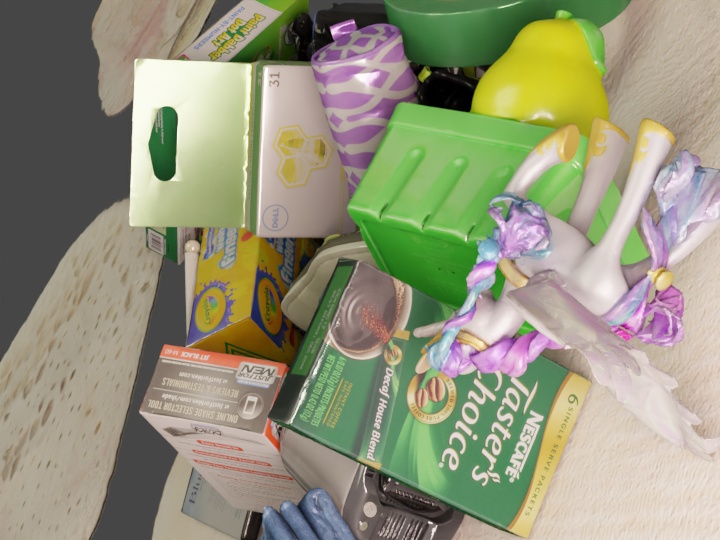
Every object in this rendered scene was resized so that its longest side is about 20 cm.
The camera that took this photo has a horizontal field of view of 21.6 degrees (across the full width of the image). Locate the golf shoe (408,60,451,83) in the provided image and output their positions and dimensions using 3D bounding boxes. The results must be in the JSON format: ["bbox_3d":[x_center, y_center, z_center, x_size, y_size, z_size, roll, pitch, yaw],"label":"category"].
[{"bbox_3d":[0.046,-0.094,1.581,0.092,0.072,0.201,-120,25,-73],"label":"golf shoe"}]

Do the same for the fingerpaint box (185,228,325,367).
[{"bbox_3d":[-0.067,0.035,1.653,0.073,0.167,0.201,-25,35,23],"label":"fingerpaint box"}]

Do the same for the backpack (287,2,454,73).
[{"bbox_3d":[0.014,-0.137,1.705,0.183,0.134,0.201,-44,-44,-74],"label":"backpack"}]

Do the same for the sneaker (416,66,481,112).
[{"bbox_3d":[0.101,-0.084,1.429,0.072,0.083,0.200,-51,51,14],"label":"sneaker"}]

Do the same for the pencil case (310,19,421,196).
[{"bbox_3d":[0.023,-0.096,1.508,0.084,0.201,0.086,-15,22,4],"label":"pencil case"}]

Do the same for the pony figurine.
[{"bbox_3d":[0.139,0.010,1.132,0.193,0.166,0.200,31,83,42],"label":"pony figurine"}]

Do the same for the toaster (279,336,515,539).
[{"bbox_3d":[0.027,0.103,1.384,0.129,0.113,0.201,29,96,50],"label":"toaster"}]

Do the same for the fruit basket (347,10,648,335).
[{"bbox_3d":[0.115,-0.070,1.317,0.215,0.156,0.216,-20,34,14],"label":"fruit basket"}]

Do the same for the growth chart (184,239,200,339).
[{"bbox_3d":[-0.098,0.057,1.683,0.018,0.200,0.145,-25,58,23],"label":"growth chart"}]

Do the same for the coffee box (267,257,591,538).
[{"bbox_3d":[0.050,0.086,1.267,0.123,0.199,0.044,-65,23,-10],"label":"coffee box"}]

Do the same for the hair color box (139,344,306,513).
[{"bbox_3d":[-0.081,0.134,1.502,0.110,0.200,0.064,8,66,23],"label":"hair color box"}]

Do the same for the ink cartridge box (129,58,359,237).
[{"bbox_3d":[-0.087,-0.101,1.568,0.048,0.199,0.146,-150,62,-68],"label":"ink cartridge box"}]

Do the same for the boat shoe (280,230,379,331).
[{"bbox_3d":[-0.002,-0.002,1.475,0.060,0.072,0.202,-58,10,-25],"label":"boat shoe"}]

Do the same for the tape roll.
[{"bbox_3d":[0.119,-0.227,1.525,0.199,0.048,0.201,-14,26,7],"label":"tape roll"}]

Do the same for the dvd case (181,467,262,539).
[{"bbox_3d":[-0.120,0.177,1.808,0.200,0.017,0.143,2,76,69],"label":"dvd case"}]

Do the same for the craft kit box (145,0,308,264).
[{"bbox_3d":[-0.121,-0.136,1.707,0.198,0.048,0.201,-50,-23,-36],"label":"craft kit box"}]

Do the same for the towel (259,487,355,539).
[{"bbox_3d":[-0.041,0.242,1.377,0.112,0.048,0.200,56,153,19],"label":"towel"}]

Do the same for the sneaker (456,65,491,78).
[{"bbox_3d":[0.114,-0.119,1.577,0.200,0.074,0.081,-90,14,-52],"label":"sneaker"}]
